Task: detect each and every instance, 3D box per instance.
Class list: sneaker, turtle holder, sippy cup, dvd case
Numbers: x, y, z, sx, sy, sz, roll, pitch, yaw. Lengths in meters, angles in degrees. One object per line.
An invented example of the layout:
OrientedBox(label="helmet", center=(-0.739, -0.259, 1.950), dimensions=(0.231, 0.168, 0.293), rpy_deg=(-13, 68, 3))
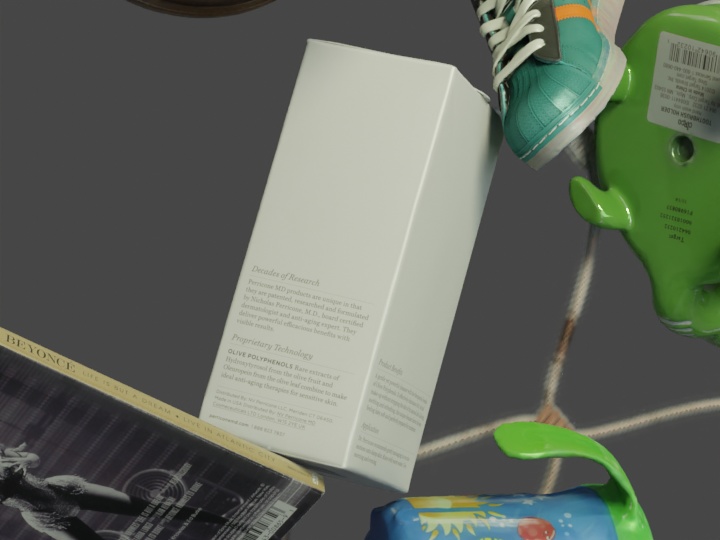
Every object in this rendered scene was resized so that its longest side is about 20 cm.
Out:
OrientedBox(label="sneaker", center=(0.087, -0.127, 1.000), dimensions=(0.080, 0.071, 0.200), rpy_deg=(37, 33, -15))
OrientedBox(label="turtle holder", center=(0.208, -0.054, 1.059), dimensions=(0.132, 0.141, 0.186), rpy_deg=(-13, 87, -43))
OrientedBox(label="sippy cup", center=(0.067, 0.171, 0.999), dimensions=(0.130, 0.140, 0.178), rpy_deg=(8, 77, -15))
OrientedBox(label="dvd case", center=(-0.140, 0.105, 0.901), dimensions=(0.200, 0.016, 0.149), rpy_deg=(27, 122, -24))

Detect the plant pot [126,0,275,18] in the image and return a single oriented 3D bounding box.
OrientedBox(label="plant pot", center=(-0.044, -0.227, 0.901), dimensions=(0.200, 0.198, 0.201), rpy_deg=(0, 91, -26))

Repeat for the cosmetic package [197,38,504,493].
OrientedBox(label="cosmetic package", center=(0.000, 0.000, 0.961), dimensions=(0.108, 0.085, 0.200), rpy_deg=(37, 66, -67))
